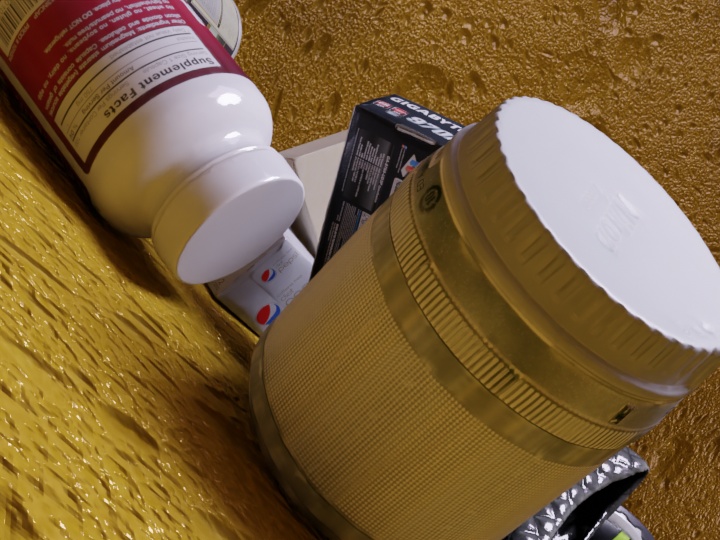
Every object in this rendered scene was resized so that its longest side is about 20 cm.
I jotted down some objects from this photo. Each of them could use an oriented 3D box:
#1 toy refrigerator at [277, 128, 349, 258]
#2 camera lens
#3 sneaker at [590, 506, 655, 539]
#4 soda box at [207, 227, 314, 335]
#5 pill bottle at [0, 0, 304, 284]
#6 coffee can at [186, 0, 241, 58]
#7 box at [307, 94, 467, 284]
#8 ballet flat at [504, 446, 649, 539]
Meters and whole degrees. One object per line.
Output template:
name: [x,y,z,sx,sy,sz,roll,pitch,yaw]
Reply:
toy refrigerator: [0.000,0.000,0.807,0.070,0.076,0.201,19,-52,67]
camera lens: [0.054,0.037,0.522,0.160,0.200,0.160,29,35,-22]
sneaker: [0.138,0.202,0.862,0.200,0.083,0.072,30,-19,0]
soda box: [-0.100,-0.044,0.792,0.068,0.064,0.200,46,4,-48]
pill bottle: [-0.123,-0.093,0.610,0.200,0.113,0.113,51,4,18]
coffee can: [-0.239,-0.319,1.307,0.146,0.146,0.200,50,3,11]
box: [0.046,0.017,0.651,0.159,0.201,0.046,28,29,25]
ballet flat: [0.116,0.160,0.622,0.057,0.200,0.067,14,-51,23]
